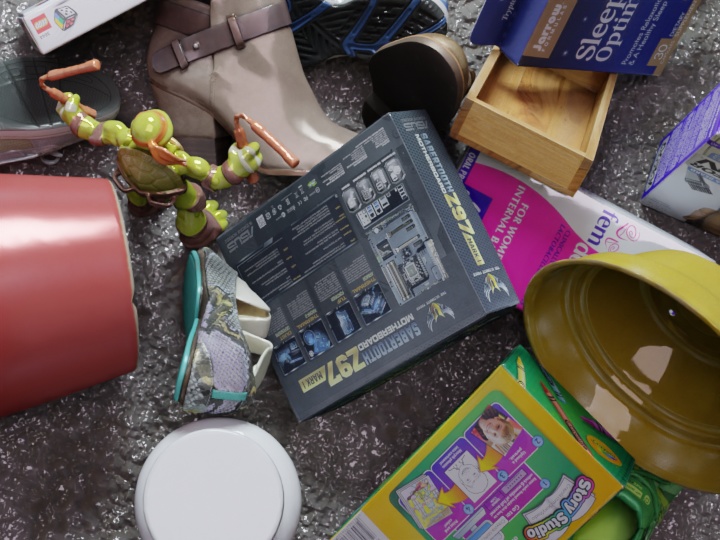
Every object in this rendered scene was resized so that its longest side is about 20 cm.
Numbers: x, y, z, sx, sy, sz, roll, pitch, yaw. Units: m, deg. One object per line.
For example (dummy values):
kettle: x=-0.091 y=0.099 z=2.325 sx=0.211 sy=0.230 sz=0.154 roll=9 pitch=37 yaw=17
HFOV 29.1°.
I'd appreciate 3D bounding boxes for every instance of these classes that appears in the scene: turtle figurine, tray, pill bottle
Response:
turtle figurine: x=-0.138 y=-0.072 z=1.015 sx=0.198 sy=0.162 sz=0.065 roll=16 pitch=68 yaw=8
tray: x=0.135 y=-0.129 z=1.046 sx=0.098 sy=0.200 sz=0.037 roll=26 pitch=120 yaw=2
pill bottle: x=-0.097 y=0.161 z=0.959 sx=0.113 sy=0.200 sz=0.115 roll=1 pitch=79 yaw=-4

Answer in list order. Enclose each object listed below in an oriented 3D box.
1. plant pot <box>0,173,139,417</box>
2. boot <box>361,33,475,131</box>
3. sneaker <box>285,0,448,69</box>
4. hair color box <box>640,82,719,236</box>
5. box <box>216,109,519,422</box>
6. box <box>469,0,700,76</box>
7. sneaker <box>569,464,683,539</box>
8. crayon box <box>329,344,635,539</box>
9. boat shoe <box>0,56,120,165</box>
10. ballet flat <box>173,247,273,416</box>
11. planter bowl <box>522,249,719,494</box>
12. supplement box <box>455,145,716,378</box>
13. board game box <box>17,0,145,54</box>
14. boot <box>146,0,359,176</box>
plant pot: x=-0.257 y=0.015 z=0.993 sx=0.176 sy=0.200 sz=0.202 roll=-9 pitch=79 yaw=-15
boot: x=0.053 y=-0.143 z=1.028 sx=0.075 sy=0.200 sz=0.074 roll=-40 pitch=89 yaw=-12
sneaker: x=-0.024 y=-0.206 z=1.109 sx=0.198 sy=0.077 sz=0.076 roll=9 pitch=122 yaw=11
hair color box: x=0.291 y=-0.079 z=1.029 sx=0.109 sy=0.200 sz=0.065 roll=22 pitch=80 yaw=1
box: x=0.000 y=0.000 z=1.012 sx=0.051 sy=0.200 sz=0.159 roll=-13 pitch=73 yaw=-51
box: x=0.182 y=-0.208 z=1.048 sx=0.199 sy=0.122 sz=0.032 roll=-2 pitch=41 yaw=-37
sneaker: x=0.206 y=0.164 z=1.037 sx=0.074 sy=0.084 sz=0.201 roll=31 pitch=78 yaw=3
crayon box: x=0.085 y=0.167 z=0.996 sx=0.119 sy=0.058 sz=0.200 roll=44 pitch=110 yaw=5
boat shoe: x=-0.285 y=-0.111 z=1.077 sx=0.200 sy=0.065 sz=0.075 roll=-16 pitch=61 yaw=-12
ballet flat: x=-0.097 y=0.046 z=1.002 sx=0.071 sy=0.201 sz=0.073 roll=-2 pitch=115 yaw=-4
planter bowl: x=0.213 y=0.048 z=0.935 sx=0.200 sy=0.201 sz=0.083 roll=45 pitch=63 yaw=6
supplement box: x=0.151 y=-0.014 z=1.049 sx=0.199 sy=0.103 sz=0.102 roll=27 pitch=97 yaw=1
board game box: x=-0.168 y=-0.228 z=1.068 sx=0.199 sy=0.126 sz=0.035 roll=-30 pitch=107 yaw=-8
boot: x=-0.069 y=-0.149 z=1.069 sx=0.198 sy=0.070 sz=0.148 roll=1 pitch=100 yaw=6
